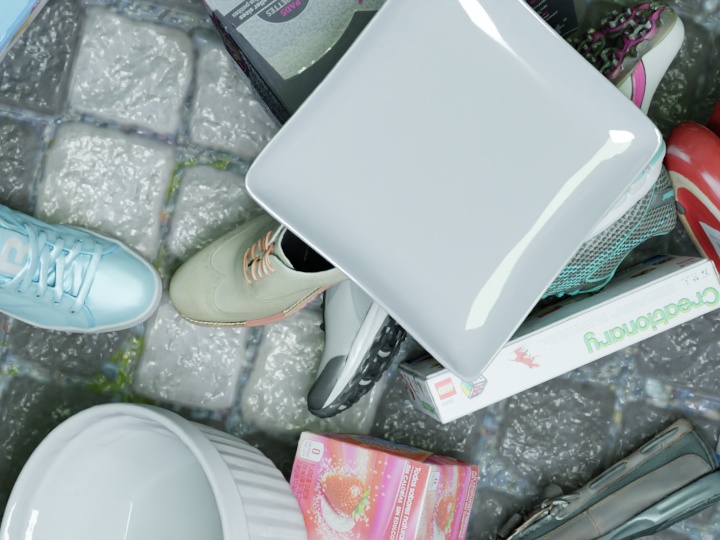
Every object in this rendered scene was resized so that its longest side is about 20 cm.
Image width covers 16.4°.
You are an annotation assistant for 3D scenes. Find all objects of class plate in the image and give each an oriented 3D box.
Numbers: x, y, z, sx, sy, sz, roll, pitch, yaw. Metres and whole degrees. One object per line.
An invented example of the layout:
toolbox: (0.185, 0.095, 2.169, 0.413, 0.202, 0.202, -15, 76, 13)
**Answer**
plate: (0.055, -0.068, 1.510, 0.200, 0.032, 0.200, 41, 84, -20)

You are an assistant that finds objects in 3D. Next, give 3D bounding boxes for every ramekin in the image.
ramekin: (-0.123, 0.187, 1.569, 0.105, 0.200, 0.201, 12, 91, -51)

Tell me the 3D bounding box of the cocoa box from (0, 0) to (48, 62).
cocoa box: (-0.231, -0.233, 1.567, 0.131, 0.133, 0.200, 37, 87, -7)

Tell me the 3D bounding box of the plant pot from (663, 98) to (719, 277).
plant pot: (0.306, -0.061, 1.604, 0.182, 0.200, 0.201, -33, 95, -5)

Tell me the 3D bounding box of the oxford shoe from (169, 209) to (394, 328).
oxford shoe: (-0.050, -0.013, 1.590, 0.200, 0.074, 0.071, -21, 74, 28)

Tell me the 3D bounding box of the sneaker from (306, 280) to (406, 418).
sneaker: (0.000, 0.000, 1.642, 0.079, 0.074, 0.201, 18, 90, 12)

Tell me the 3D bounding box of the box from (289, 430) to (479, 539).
box: (0.000, 0.211, 1.613, 0.094, 0.103, 0.201, 13, 90, 22)

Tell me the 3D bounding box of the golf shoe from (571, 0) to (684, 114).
golf shoe: (0.154, -0.087, 1.655, 0.092, 0.073, 0.200, 34, 98, -27)

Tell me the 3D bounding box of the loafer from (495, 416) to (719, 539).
loafer: (0.149, 0.162, 1.668, 0.199, 0.072, 0.063, -22, 75, -12)

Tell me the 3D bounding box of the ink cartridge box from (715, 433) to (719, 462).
ink cartridge box: (0.353, 0.114, 1.644, 0.199, 0.145, 0.085, 14, 89, -7)

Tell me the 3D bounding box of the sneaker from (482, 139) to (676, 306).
sneaker: (0.122, -0.008, 1.597, 0.200, 0.078, 0.091, -33, 136, 5)

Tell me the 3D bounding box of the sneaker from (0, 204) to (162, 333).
sneaker: (-0.224, -0.004, 1.602, 0.199, 0.082, 0.074, 14, 91, -7)

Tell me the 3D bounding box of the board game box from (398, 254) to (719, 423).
board game box: (0.128, 0.042, 1.624, 0.199, 0.126, 0.035, -23, 94, -5)

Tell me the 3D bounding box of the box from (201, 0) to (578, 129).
box: (0.018, -0.169, 1.588, 0.200, 0.115, 0.132, -35, 65, -5)
